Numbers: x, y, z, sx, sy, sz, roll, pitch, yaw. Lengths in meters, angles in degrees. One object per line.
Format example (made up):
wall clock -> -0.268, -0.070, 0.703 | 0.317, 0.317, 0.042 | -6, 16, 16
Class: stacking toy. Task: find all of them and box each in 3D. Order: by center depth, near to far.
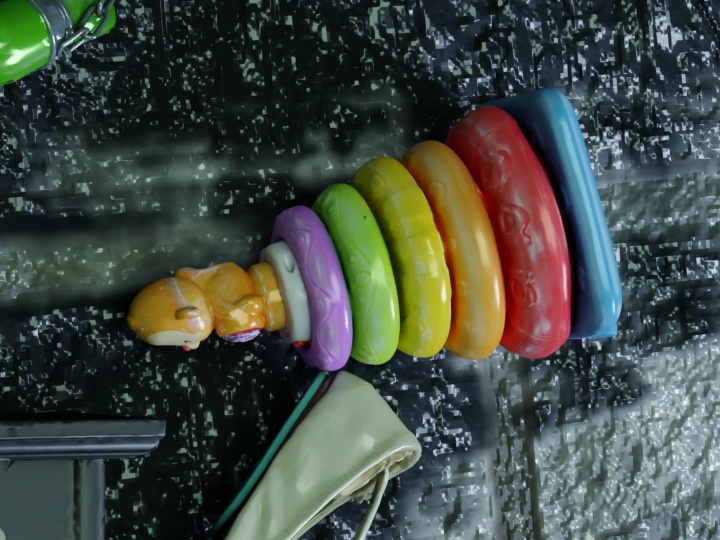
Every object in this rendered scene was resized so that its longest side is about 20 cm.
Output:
stacking toy -> 0.000, 0.000, 1.215 | 0.200, 0.116, 0.110 | -15, 93, -15

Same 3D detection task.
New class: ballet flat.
ballet flat -> -0.047, 0.127, 1.192 | 0.069, 0.069, 0.200 | 47, 70, -18

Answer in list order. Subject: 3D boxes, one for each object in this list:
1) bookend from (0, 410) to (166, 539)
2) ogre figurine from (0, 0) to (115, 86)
bookend -> -0.183, 0.154, 1.112 | 0.199, 0.092, 0.200 | 2, 89, -27
ogre figurine -> -0.194, -0.123, 1.117 | 0.200, 0.098, 0.120 | 49, 50, -33
